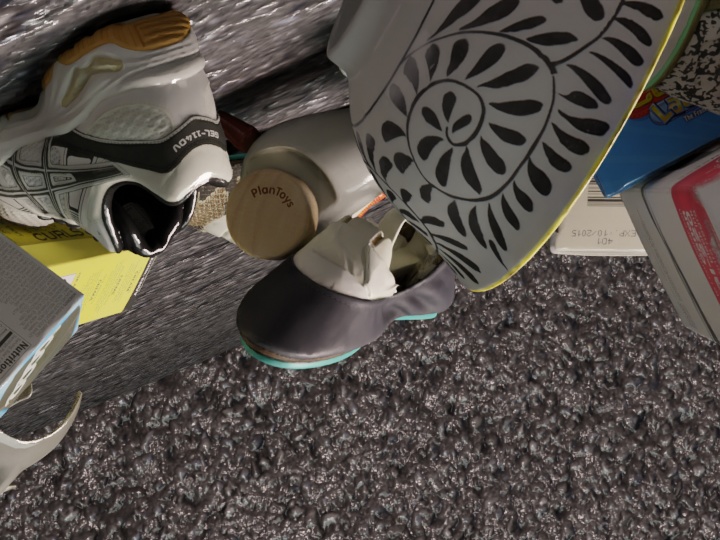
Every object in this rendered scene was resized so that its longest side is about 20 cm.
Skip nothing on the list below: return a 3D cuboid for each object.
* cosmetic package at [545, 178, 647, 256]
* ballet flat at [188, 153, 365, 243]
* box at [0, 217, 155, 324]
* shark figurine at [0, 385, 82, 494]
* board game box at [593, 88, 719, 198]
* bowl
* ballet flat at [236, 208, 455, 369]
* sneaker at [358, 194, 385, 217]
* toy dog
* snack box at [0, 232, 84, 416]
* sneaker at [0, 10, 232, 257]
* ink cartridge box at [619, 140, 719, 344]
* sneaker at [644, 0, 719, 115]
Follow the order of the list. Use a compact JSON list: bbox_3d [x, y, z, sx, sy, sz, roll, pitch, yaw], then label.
[{"bbox_3d":[0.140,-0.082,1.003,0.070,0.106,0.200,1,-167,-3],"label":"cosmetic package"},{"bbox_3d":[-0.045,-0.053,1.034,0.199,0.076,0.068,-20,176,-32],"label":"ballet flat"},{"bbox_3d":[-0.180,-0.004,0.819,0.050,0.075,0.200,-62,167,14],"label":"box"},{"bbox_3d":[-0.228,0.087,0.850,0.089,0.129,0.214,21,-174,-25],"label":"shark figurine"},{"bbox_3d":[0.187,-0.110,0.745,0.195,0.056,0.200,-28,-178,9],"label":"board game box"},{"bbox_3d":[0.047,-0.102,0.615,0.202,0.094,0.201,-61,-169,21],"label":"bowl"},{"bbox_3d":[0.000,0.000,0.859,0.073,0.074,0.200,-26,175,29],"label":"ballet flat"},{"bbox_3d":[0.004,-0.081,1.135,0.199,0.073,0.077,-27,154,-2],"label":"sneaker"},{"bbox_3d":[-0.005,-0.091,0.884,0.199,0.097,0.132,-38,175,-10],"label":"toy dog"},{"bbox_3d":[-0.216,0.051,0.627,0.200,0.116,0.037,-52,175,-32],"label":"snack box"},{"bbox_3d":[-0.123,-0.040,0.724,0.075,0.088,0.200,-22,177,-31],"label":"sneaker"},{"bbox_3d":[0.200,-0.033,0.668,0.145,0.085,0.200,-28,180,3],"label":"ink cartridge box"},{"bbox_3d":[0.170,-0.144,0.615,0.201,0.088,0.077,-59,-170,18],"label":"sneaker"}]
